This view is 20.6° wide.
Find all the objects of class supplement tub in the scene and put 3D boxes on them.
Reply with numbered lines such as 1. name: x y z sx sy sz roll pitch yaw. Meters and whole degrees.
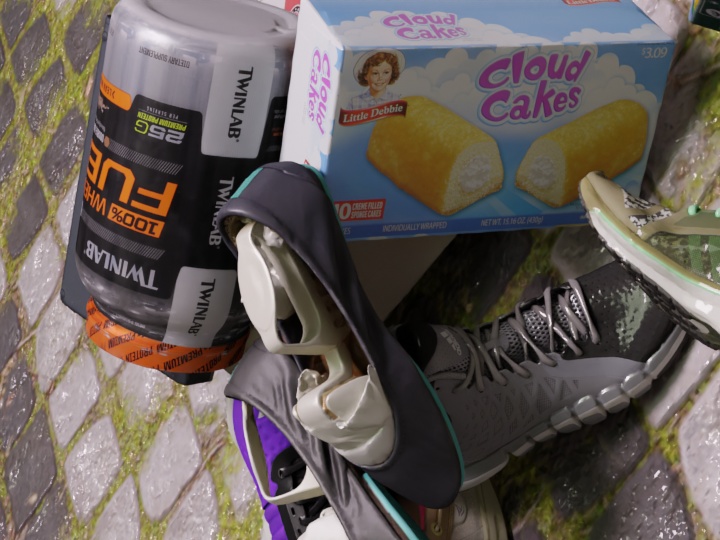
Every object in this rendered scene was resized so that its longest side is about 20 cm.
1. supplement tub: -0.096 -0.052 1.134 0.122 0.122 0.201 41 125 55

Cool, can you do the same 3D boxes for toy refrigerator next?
1. toy refrigerator: 0.000 0.000 1.260 0.200 0.070 0.076 -51 6 30

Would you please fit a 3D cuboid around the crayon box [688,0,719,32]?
1. crayon box: 0.221 -0.227 1.011 0.126 0.051 0.201 37 -111 -84

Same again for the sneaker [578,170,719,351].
1. sneaker: 0.194 -0.005 0.984 0.089 0.077 0.200 -49 55 -3

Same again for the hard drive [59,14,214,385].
1. hard drive: -0.129 -0.046 1.261 0.139 0.033 0.201 30 116 39

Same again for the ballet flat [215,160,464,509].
1. ballet flat: -0.017 0.042 1.015 0.073 0.073 0.201 -25 91 49

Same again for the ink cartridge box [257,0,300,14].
1. ink cartridge box: -0.057 -0.108 1.399 0.199 0.082 0.148 -19 61 52

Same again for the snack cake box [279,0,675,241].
1. snack cake box: 0.062 -0.086 1.080 0.067 0.198 0.116 -124 37 -51

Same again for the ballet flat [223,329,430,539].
1. ballet flat: -0.014 0.124 1.099 0.068 0.068 0.201 -36 62 4

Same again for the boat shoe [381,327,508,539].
1. boat shoe: 0.032 0.105 1.180 0.074 0.066 0.201 -51 38 29

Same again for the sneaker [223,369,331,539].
1. sneaker: -0.023 0.140 1.190 0.099 0.069 0.201 40 145 53

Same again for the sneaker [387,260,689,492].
1. sneaker: 0.080 0.044 1.060 0.200 0.115 0.075 -39 48 18
